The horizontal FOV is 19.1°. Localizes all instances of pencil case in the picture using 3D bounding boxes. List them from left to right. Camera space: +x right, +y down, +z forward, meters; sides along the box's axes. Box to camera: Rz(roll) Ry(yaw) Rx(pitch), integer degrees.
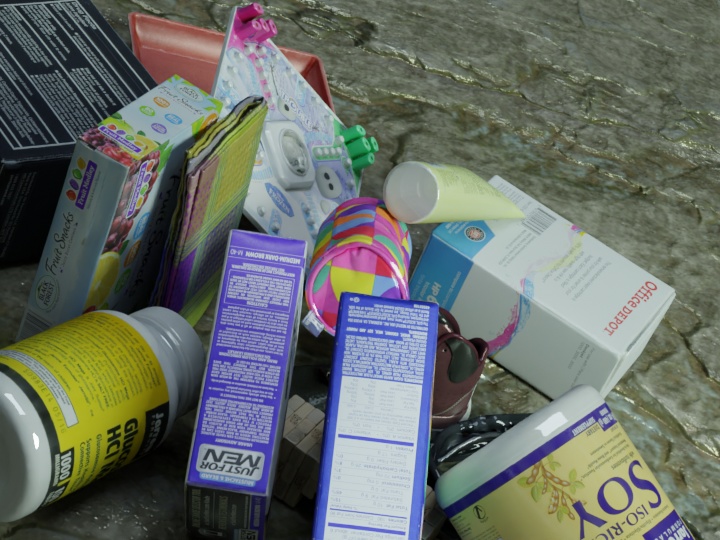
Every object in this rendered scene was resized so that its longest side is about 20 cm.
[{"bbox_3d":[0.000,0.000,1.696,0.088,0.089,0.200,23,15,-3],"label":"pencil case"}]

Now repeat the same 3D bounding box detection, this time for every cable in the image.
[{"bbox_3d":[0.118,0.183,1.688,0.199,0.051,0.164,1,46,-36],"label":"cable"}]

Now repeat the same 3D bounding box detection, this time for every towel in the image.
[{"bbox_3d":[-0.124,-0.033,1.675,0.023,0.201,0.144,23,33,9],"label":"towel"}]

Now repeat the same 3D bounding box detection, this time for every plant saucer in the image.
[{"bbox_3d":[-0.119,-0.151,1.981,0.198,0.037,0.201,11,37,-21],"label":"plant saucer"}]

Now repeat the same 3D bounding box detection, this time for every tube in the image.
[{"bbox_3d":[0.080,-0.065,1.816,0.200,0.052,0.058,-6,82,-67],"label":"tube"}]

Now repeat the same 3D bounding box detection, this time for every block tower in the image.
[{"bbox_3d":[-0.022,0.156,1.617,0.199,0.058,0.054,35,36,11],"label":"block tower"}]

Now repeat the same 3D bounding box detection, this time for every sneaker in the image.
[{"bbox_3d":[0.016,0.071,1.700,0.199,0.116,0.076,1,41,-33],"label":"sneaker"}]

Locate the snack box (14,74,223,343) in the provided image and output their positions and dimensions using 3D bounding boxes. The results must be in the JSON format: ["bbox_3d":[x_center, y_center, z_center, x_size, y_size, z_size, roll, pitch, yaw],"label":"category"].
[{"bbox_3d":[-0.185,-0.035,1.636,0.053,0.201,0.142,30,34,11],"label":"snack box"}]

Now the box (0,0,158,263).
[{"bbox_3d":[-0.274,-0.118,1.756,0.197,0.124,0.200,-11,50,-41],"label":"box"}]

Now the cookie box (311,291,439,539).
[{"bbox_3d":[0.009,0.145,1.488,0.075,0.172,0.201,6,60,2],"label":"cookie box"}]

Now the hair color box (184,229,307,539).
[{"bbox_3d":[-0.082,0.085,1.546,0.064,0.109,0.201,10,64,1],"label":"hair color box"}]

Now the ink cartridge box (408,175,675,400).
[{"bbox_3d":[0.159,0.022,1.887,0.199,0.085,0.144,33,35,13],"label":"ink cartridge box"}]

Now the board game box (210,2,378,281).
[{"bbox_3d":[-0.057,-0.102,1.838,0.200,0.026,0.201,47,35,-33],"label":"board game box"}]

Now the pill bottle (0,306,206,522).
[{"bbox_3d":[-0.203,0.095,1.529,0.112,0.113,0.200,40,37,20],"label":"pill bottle"}]

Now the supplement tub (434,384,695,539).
[{"bbox_3d":[0.162,0.201,1.557,0.145,0.145,0.201,-26,81,-50],"label":"supplement tub"}]
